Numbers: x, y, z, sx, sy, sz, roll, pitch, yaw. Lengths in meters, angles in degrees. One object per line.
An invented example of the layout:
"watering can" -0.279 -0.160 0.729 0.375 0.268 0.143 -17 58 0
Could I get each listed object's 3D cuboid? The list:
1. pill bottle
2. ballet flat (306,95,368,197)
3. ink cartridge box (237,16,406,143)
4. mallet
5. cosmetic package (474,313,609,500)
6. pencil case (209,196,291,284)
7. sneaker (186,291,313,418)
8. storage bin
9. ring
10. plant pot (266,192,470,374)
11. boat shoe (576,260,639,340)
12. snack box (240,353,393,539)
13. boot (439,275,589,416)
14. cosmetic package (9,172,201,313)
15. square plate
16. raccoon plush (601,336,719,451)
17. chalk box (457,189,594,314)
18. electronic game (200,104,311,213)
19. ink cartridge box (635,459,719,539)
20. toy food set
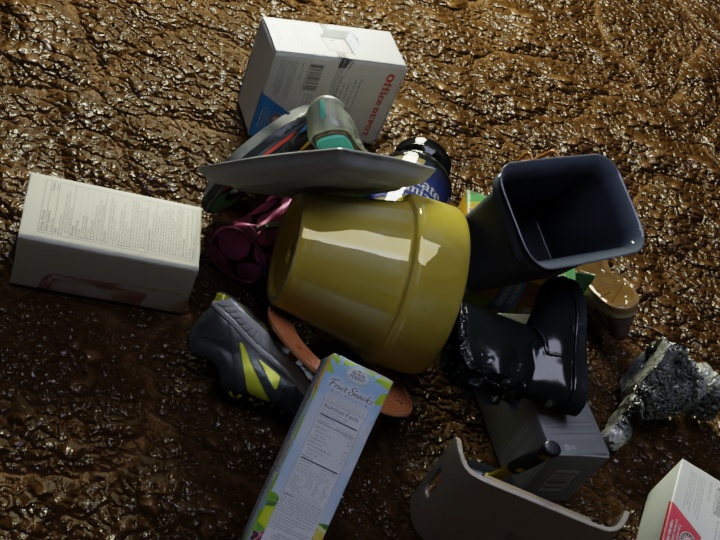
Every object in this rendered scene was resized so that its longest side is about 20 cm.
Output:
"pill bottle" 0.059 -0.087 1.427 0.111 0.112 0.201 25 43 -2
"ballet flat" -0.020 -0.149 1.300 0.067 0.200 0.064 -12 69 6
"ink cartridge box" -0.056 -0.262 1.508 0.198 0.147 0.086 0 48 -27
"mallet" 0.168 0.215 1.144 0.065 0.200 0.042 25 63 -15
"cosmetic package" 0.203 0.159 1.272 0.089 0.107 0.202 5 49 -22
"pencil case" -0.098 -0.064 1.342 0.090 0.094 0.200 34 43 8
"sneaker" -0.110 0.118 1.192 0.085 0.074 0.200 -42 91 0
"storage bin" 0.201 -0.053 1.247 0.198 0.134 0.147 -9 74 -38
"ring" -0.025 0.103 1.213 0.199 0.019 0.201 35 10 -7
"plant pot" 0.000 0.000 1.223 0.187 0.202 0.202 15 45 -16
"boat shoe" 0.319 0.026 1.485 0.071 0.073 0.200 -13 33 -14
"snack box" -0.046 0.184 1.020 0.067 0.169 0.202 24 82 -3
"boot" 0.171 0.070 1.214 0.161 0.074 0.200 16 49 -13
"cosmetic package" -0.286 -0.029 1.220 0.198 0.088 0.104 13 46 -17
"square plate" -0.046 -0.103 1.195 0.199 0.196 0.029 4 84 -56
"raccoon plush" 0.395 0.186 1.385 0.134 0.097 0.200 41 73 -4
"chalk box" 0.205 0.005 1.403 0.198 0.125 0.125 18 44 -8
"electronic game" -0.115 -0.136 1.327 0.042 0.200 0.200 52 46 1
"ink cartridge box" 0.420 0.337 1.228 0.199 0.084 0.146 31 44 4
"toy food set" 0.163 0.254 1.133 0.198 0.144 0.061 22 47 -5
